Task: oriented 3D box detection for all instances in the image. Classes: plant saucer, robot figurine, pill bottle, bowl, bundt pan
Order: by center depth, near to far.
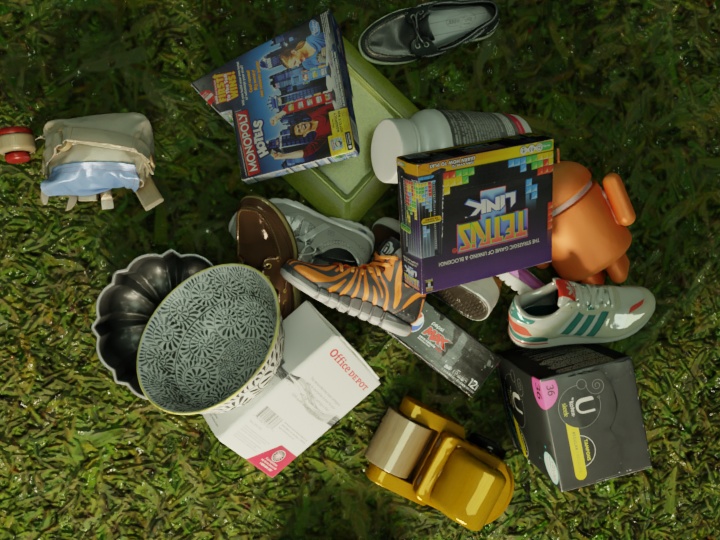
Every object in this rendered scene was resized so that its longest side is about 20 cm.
[{"bbox_3d":[-0.165,0.101,1.074,0.201,0.201,0.094,-42,138,-2],"label":"bowl"},{"bbox_3d":[0.120,-0.154,1.148,0.200,0.111,0.111,-2,95,-27],"label":"pill bottle"},{"bbox_3d":[-0.249,0.070,1.165,0.201,0.076,0.202,-1,95,-8],"label":"bundt pan"},{"bbox_3d":[-0.024,-0.187,1.188,0.200,0.048,0.200,42,88,-9],"label":"plant saucer"},{"bbox_3d":[0.294,-0.066,1.202,0.117,0.144,0.200,-39,98,-21],"label":"robot figurine"}]

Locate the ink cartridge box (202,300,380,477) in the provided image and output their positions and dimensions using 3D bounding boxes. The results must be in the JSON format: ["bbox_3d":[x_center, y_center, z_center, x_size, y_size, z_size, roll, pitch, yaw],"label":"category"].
[{"bbox_3d":[-0.092,0.158,1.156,0.200,0.083,0.145,-41,138,-3],"label":"ink cartridge box"}]

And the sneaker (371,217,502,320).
[{"bbox_3d":[0.108,-0.015,1.219,0.200,0.073,0.085,37,48,2],"label":"sneaker"}]

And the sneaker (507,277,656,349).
[{"bbox_3d":[0.292,0.048,1.157,0.199,0.093,0.070,-10,54,8],"label":"sneaker"}]

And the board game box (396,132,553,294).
[{"bbox_3d":[0.146,-0.074,1.091,0.200,0.057,0.166,-14,112,-23],"label":"board game box"}]

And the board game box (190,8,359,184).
[{"bbox_3d":[-0.110,-0.210,1.127,0.199,0.062,0.200,-13,74,11],"label":"board game box"}]

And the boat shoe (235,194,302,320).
[{"bbox_3d":[-0.122,-0.002,1.121,0.072,0.068,0.200,8,129,20],"label":"boat shoe"}]

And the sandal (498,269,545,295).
[{"bbox_3d":[0.205,-0.020,1.211,0.203,0.083,0.050,37,113,-21],"label":"sandal"}]

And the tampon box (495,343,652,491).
[{"bbox_3d":[0.279,0.183,1.177,0.126,0.200,0.150,-13,95,-6],"label":"tampon box"}]

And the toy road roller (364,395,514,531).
[{"bbox_3d":[0.115,0.271,1.191,0.200,0.146,0.123,27,90,-8],"label":"toy road roller"}]

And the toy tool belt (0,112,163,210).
[{"bbox_3d":[-0.357,-0.128,1.115,0.200,0.125,0.123,-7,87,-6],"label":"toy tool belt"}]

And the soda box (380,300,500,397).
[{"bbox_3d":[0.093,0.086,1.216,0.200,0.063,0.071,38,89,-9],"label":"soda box"}]

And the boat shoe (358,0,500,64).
[{"bbox_3d":[0.097,-0.327,1.181,0.199,0.066,0.075,-9,93,-7],"label":"boat shoe"}]

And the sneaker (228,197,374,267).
[{"bbox_3d":[-0.076,-0.040,1.164,0.200,0.082,0.075,9,129,-8],"label":"sneaker"}]

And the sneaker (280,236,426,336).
[{"bbox_3d":[0.000,0.000,1.121,0.200,0.078,0.112,23,93,-27],"label":"sneaker"}]
